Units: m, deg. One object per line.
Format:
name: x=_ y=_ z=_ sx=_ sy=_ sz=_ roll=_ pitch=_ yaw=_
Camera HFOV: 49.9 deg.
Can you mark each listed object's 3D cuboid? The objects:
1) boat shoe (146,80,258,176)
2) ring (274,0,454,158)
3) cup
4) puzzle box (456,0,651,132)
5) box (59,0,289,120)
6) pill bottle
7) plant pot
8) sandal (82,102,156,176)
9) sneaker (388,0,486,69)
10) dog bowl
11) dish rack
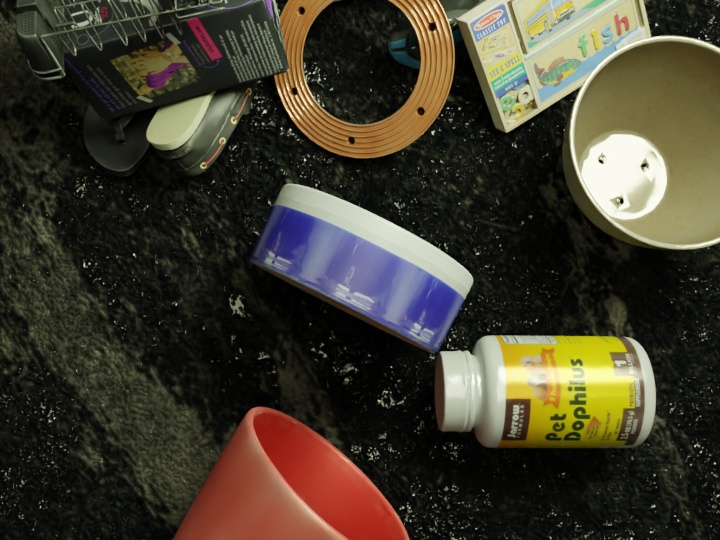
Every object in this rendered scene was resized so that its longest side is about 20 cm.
boat shoe: x=-0.148 y=-0.192 z=0.818 sx=0.073 sy=0.063 sz=0.202 roll=16 pitch=67 yaw=31
ring: x=0.001 y=-0.219 z=0.806 sx=0.199 sy=0.019 sz=0.202 roll=5 pitch=106 yaw=18
cup: x=0.288 y=-0.110 z=0.779 sx=0.199 sy=0.143 sz=0.202 roll=0 pitch=83 yaw=-1
puzzle box: x=0.208 y=-0.253 z=0.815 sx=0.199 sy=0.025 sz=0.133 roll=-33 pitch=122 yaw=-5
box: x=-0.183 y=-0.245 z=0.752 sx=0.198 sy=0.106 sz=0.123 roll=-13 pitch=65 yaw=2
pill bottle: x=0.176 y=0.119 z=0.764 sx=0.198 sy=0.109 sz=0.110 roll=0 pitch=83 yaw=-2
plant pot: x=-0.082 y=0.257 z=0.707 sx=0.200 sy=0.200 sz=0.178 roll=41 pitch=93 yaw=3
sandal: x=-0.247 y=-0.201 z=0.821 sx=0.076 sy=0.043 sz=0.202 roll=11 pitch=83 yaw=-1
sneaker: x=0.115 y=-0.283 z=0.840 sx=0.199 sy=0.073 sz=0.082 roll=-23 pitch=66 yaw=-8
dog bowl: x=0.000 y=0.000 z=0.727 sx=0.199 sy=0.200 sz=0.079 roll=26 pitch=86 yaw=1
dish rack: x=-0.203 y=-0.257 z=0.674 sx=0.198 sy=0.055 sz=0.154 roll=-11 pitch=67 yaw=2
